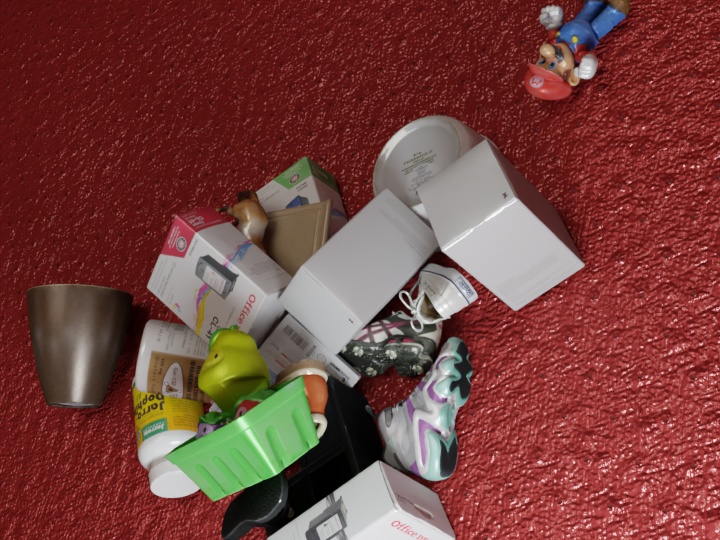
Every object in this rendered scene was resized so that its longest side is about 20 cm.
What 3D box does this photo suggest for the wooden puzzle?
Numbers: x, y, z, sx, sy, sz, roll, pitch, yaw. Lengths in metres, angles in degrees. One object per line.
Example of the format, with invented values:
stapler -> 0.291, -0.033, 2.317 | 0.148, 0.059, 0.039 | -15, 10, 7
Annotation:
wooden puzzle -> -0.122, -0.009, 1.779 | 0.200, 0.037, 0.185 | -11, 62, 38

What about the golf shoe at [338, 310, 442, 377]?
golf shoe -> 0.034, 0.106, 1.687 | 0.200, 0.077, 0.088 | 1, 45, 37

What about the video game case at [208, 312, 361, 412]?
video game case -> -0.114, 0.183, 1.708 | 0.143, 0.018, 0.200 | 41, 104, 4

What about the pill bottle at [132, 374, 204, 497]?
pill bottle -> -0.303, 0.255, 1.828 | 0.113, 0.113, 0.200 | -31, 50, 21

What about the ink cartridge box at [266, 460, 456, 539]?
ink cartridge box -> 0.003, 0.353, 1.501 | 0.200, 0.145, 0.083 | -37, 45, 16

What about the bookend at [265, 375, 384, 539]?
bookend -> -0.067, 0.292, 1.630 | 0.199, 0.092, 0.200 | -35, 47, 19

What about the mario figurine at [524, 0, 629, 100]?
mario figurine -> 0.309, -0.340, 1.685 | 0.200, 0.106, 0.123 | -53, 10, -10

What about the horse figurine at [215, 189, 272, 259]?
horse figurine -> -0.182, -0.050, 1.792 | 0.132, 0.050, 0.200 | -22, 59, 40

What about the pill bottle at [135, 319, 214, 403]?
pill bottle -> -0.242, 0.147, 1.781 | 0.200, 0.114, 0.115 | 10, 65, -4

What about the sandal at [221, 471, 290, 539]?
sandal -> -0.134, 0.325, 1.575 | 0.200, 0.048, 0.075 | -41, 33, 53

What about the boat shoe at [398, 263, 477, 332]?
boat shoe -> 0.098, 0.045, 1.595 | 0.086, 0.075, 0.202 | -40, 9, -7

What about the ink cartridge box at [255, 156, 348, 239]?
ink cartridge box -> -0.098, -0.061, 1.866 | 0.145, 0.087, 0.200 | -33, 52, 20

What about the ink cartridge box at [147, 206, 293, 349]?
ink cartridge box -> -0.209, 0.022, 1.721 | 0.200, 0.086, 0.148 | 40, 121, 22

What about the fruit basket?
fruit basket -> -0.170, 0.181, 1.532 | 0.215, 0.216, 0.155 | 3, 23, 40

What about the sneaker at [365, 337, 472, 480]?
sneaker -> 0.072, 0.184, 1.583 | 0.140, 0.078, 0.200 | 1, 65, 32

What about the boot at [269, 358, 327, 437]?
boot -> -0.116, 0.220, 1.611 | 0.200, 0.075, 0.107 | -43, 44, 35

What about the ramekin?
ramekin -> 0.113, -0.140, 1.730 | 0.200, 0.105, 0.201 | -19, 55, 29

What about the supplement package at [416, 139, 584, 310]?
supplement package -> 0.190, -0.059, 1.542 | 0.121, 0.200, 0.120 | -34, 48, 17

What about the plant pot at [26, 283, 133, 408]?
plant pot -> -0.502, 0.140, 2.031 | 0.187, 0.187, 0.200 | -9, 75, 35

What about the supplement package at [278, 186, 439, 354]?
supplement package -> 0.000, 0.000, 1.645 | 0.200, 0.120, 0.121 | -44, -4, -33
